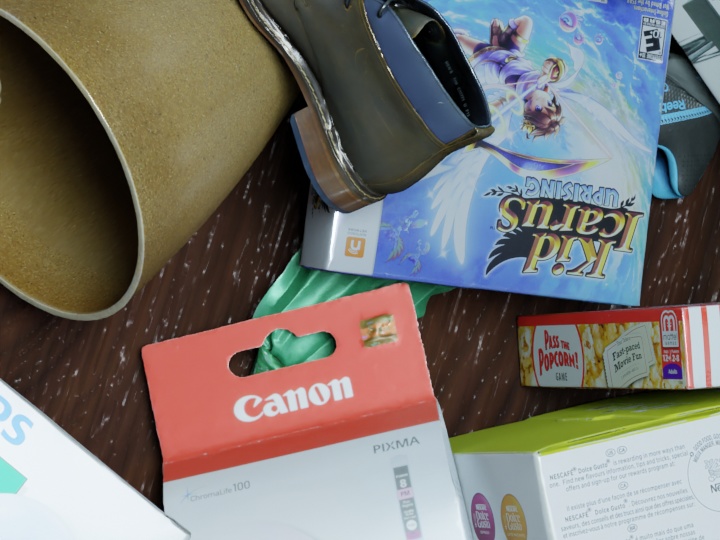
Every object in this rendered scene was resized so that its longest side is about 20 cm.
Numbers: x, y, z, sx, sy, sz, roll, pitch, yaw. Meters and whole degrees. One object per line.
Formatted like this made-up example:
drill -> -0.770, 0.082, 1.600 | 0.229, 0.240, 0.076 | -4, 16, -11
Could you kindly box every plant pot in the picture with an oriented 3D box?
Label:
plant pot -> -0.115, -0.102, 1.139 | 0.200, 0.186, 0.187 | -37, 99, -37

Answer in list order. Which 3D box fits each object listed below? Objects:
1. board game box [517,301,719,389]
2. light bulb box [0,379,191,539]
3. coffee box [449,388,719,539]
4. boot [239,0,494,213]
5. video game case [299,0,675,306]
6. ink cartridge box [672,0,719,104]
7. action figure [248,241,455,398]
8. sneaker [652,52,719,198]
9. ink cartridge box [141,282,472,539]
board game box -> 0.201, 0.042, 1.224 | 0.151, 0.200, 0.046 | -3, 89, -22
light bulb box -> -0.230, 0.152, 1.085 | 0.198, 0.125, 0.200 | 41, 73, -13
coffee box -> 0.160, 0.175, 1.196 | 0.199, 0.200, 0.199 | -11, 89, -21
boot -> -0.001, -0.138, 1.096 | 0.075, 0.097, 0.201 | -28, 98, -58
video game case -> 0.074, -0.079, 1.201 | 0.199, 0.045, 0.182 | 6, 92, -22
ink cartridge box -> 0.257, -0.162, 1.298 | 0.200, 0.083, 0.147 | 54, 36, -8
action figure -> 0.000, 0.000, 1.228 | 0.118, 0.055, 0.200 | 44, 77, -14
sneaker -> 0.136, -0.114, 1.281 | 0.200, 0.073, 0.082 | 25, 75, -18
ink cartridge box -> -0.029, 0.118, 1.151 | 0.162, 0.057, 0.201 | -14, 83, 3
